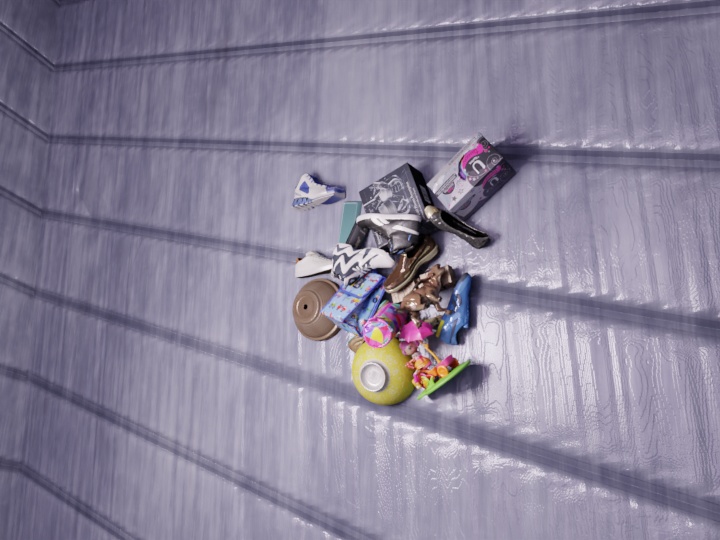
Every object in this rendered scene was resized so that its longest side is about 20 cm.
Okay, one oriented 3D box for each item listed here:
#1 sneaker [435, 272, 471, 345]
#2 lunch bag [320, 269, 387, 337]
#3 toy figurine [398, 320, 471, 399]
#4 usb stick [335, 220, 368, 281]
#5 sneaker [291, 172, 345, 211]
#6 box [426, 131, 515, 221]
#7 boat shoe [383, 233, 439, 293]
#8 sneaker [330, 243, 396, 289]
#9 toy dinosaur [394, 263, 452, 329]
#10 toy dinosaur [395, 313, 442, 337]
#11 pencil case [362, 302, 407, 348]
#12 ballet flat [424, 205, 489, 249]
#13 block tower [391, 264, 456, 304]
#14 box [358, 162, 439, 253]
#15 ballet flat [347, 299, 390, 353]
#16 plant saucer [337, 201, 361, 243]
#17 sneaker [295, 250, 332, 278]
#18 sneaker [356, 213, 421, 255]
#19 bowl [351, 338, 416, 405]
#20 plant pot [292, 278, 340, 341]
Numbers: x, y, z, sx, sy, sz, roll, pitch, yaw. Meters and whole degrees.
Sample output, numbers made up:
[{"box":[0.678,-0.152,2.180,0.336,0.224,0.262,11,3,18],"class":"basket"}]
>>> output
[{"box":[0.277,0.108,1.547,0.078,0.066,0.202,22,92,19],"class":"sneaker"},{"box":[-0.004,0.082,1.683,0.201,0.094,0.150,-55,28,-13],"class":"lunch bag"},{"box":[0.169,0.227,1.521,0.185,0.149,0.200,54,134,12],"class":"toy figurine"},{"box":[-0.029,-0.064,1.748,0.033,0.055,0.202,2,65,61],"class":"usb stick"},{"box":[-0.152,-0.274,1.871,0.198,0.080,0.117,-9,78,32],"class":"sneaker"},{"box":[0.307,-0.254,1.552,0.200,0.132,0.115,-45,61,17],"class":"box"},{"box":[0.133,-0.026,1.615,0.202,0.075,0.075,-45,30,-8],"class":"boat shoe"},{"box":[0.000,0.000,1.652,0.197,0.080,0.131,13,72,15],"class":"sneaker"},{"box":[0.159,0.073,1.512,0.198,0.087,0.136,-23,42,-20],"class":"toy dinosaur"},{"box":[0.140,0.148,1.631,0.199,0.047,0.089,-26,75,29],"class":"toy dinosaur"},{"box":[0.070,0.145,1.533,0.087,0.200,0.090,3,100,16],"class":"pencil case"},{"box":[0.269,-0.129,1.556,0.199,0.067,0.057,30,140,3],"class":"ballet flat"},{"box":[0.178,0.046,1.620,0.198,0.054,0.058,-21,69,27],"class":"block tower"},{"box":[0.118,-0.180,1.672,0.181,0.104,0.202,-29,67,25],"class":"box"},{"box":[0.042,0.179,1.674,0.072,0.068,0.200,47,108,20],"class":"ballet flat"},{"box":[-0.041,-0.127,1.811,0.069,0.019,0.203,4,82,32],"class":"plant saucer"},{"box":[-0.135,-0.029,1.815,0.198,0.073,0.086,-9,80,31],"class":"sneaker"},{"box":[0.071,-0.100,1.582,0.198,0.073,0.113,2,82,30],"class":"sneaker"},{"box":[0.053,0.292,1.593,0.198,0.107,0.203,0,91,23],"class":"bowl"},{"box":[-0.148,0.120,1.785,0.199,0.092,0.203,-7,77,29],"class":"plant pot"}]
